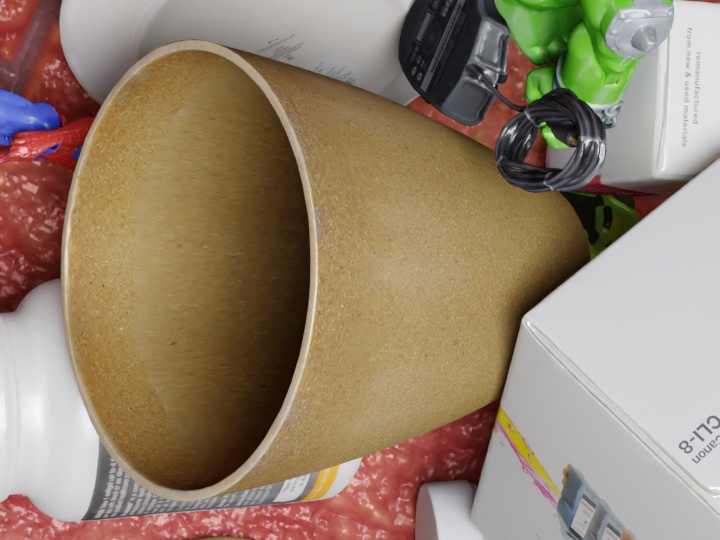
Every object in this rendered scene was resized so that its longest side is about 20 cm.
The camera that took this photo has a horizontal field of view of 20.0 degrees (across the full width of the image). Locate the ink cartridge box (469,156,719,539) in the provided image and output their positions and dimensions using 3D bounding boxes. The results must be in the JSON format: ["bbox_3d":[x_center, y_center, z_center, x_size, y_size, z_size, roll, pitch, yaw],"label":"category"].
[{"bbox_3d":[0.155,0.075,0.910,0.145,0.200,0.145,-37,69,-23],"label":"ink cartridge box"}]

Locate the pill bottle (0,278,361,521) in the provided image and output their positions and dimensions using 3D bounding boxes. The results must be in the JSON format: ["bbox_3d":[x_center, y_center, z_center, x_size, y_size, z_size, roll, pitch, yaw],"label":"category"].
[{"bbox_3d":[-0.104,0.060,0.982,0.199,0.116,0.117,-2,100,-24],"label":"pill bottle"}]

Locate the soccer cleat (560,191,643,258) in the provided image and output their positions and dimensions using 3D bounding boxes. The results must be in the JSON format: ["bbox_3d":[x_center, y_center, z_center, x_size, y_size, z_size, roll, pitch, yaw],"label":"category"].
[{"bbox_3d":[0.073,-0.008,1.054,0.199,0.065,0.084,12,127,-13],"label":"soccer cleat"}]

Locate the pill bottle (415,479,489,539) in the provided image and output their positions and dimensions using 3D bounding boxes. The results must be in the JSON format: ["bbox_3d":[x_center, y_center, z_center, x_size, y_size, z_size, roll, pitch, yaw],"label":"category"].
[{"bbox_3d":[0.132,0.149,1.049,0.198,0.116,0.117,-3,99,-6],"label":"pill bottle"}]

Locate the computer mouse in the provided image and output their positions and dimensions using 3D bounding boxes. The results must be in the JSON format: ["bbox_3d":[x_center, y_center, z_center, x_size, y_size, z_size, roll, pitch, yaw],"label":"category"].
[{"bbox_3d":[0.064,-0.077,0.867,0.034,0.200,0.059,18,108,-25],"label":"computer mouse"}]

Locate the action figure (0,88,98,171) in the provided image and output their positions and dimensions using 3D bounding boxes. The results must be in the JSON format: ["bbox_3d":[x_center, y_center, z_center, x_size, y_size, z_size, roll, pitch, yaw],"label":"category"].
[{"bbox_3d":[-0.163,-0.067,0.970,0.199,0.065,0.052,15,74,-32],"label":"action figure"}]

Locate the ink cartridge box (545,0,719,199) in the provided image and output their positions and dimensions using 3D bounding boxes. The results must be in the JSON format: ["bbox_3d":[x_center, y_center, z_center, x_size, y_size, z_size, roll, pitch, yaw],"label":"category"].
[{"bbox_3d":[0.207,-0.075,0.993,0.198,0.148,0.086,2,89,-16],"label":"ink cartridge box"}]

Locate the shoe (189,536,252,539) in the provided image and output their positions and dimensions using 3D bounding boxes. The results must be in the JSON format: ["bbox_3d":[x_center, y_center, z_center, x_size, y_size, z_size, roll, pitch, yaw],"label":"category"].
[{"bbox_3d":[-0.129,0.194,1.053,0.199,0.053,0.070,-20,101,-4],"label":"shoe"}]

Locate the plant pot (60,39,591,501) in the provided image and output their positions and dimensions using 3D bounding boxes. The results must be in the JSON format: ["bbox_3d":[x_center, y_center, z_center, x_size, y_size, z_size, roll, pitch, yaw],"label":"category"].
[{"bbox_3d":[0.000,0.000,0.897,0.199,0.186,0.188,0,101,-40],"label":"plant pot"}]

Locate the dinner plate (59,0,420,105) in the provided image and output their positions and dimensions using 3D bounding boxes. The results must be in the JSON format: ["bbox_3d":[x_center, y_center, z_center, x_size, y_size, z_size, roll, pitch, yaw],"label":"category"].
[{"bbox_3d":[-0.041,-0.111,0.962,0.198,0.201,0.024,-5,58,-6],"label":"dinner plate"}]

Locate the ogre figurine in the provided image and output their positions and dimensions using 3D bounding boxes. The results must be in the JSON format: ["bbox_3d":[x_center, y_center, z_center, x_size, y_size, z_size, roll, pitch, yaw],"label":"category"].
[{"bbox_3d":[0.094,-0.158,0.885,0.097,0.120,0.202,12,88,-18],"label":"ogre figurine"}]
